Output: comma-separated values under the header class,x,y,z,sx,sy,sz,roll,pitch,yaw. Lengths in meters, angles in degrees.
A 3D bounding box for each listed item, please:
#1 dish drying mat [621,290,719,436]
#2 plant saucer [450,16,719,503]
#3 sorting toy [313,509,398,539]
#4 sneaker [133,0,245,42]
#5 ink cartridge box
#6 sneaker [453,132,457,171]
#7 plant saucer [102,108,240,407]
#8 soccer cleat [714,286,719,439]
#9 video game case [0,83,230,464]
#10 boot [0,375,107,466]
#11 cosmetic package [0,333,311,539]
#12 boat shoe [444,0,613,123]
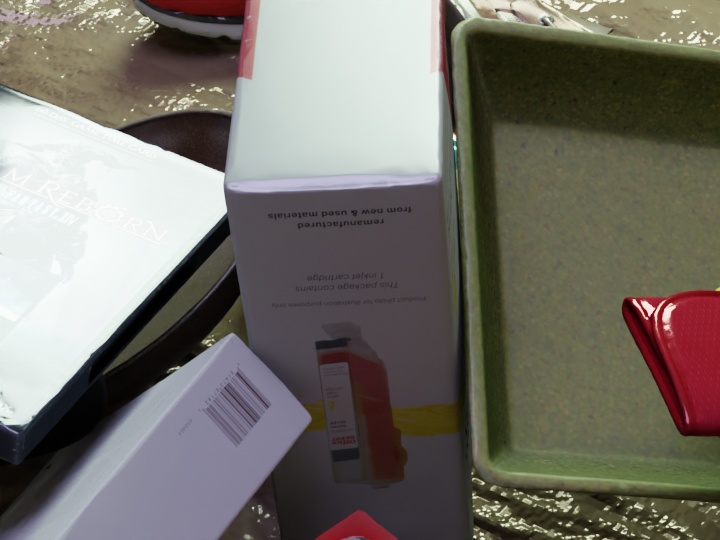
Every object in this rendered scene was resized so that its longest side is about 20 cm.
class,x,y,z,sx,sy,sz,roll,pitch,yaw
dish drying mat,0.199,0.033,0.906,0.198,0.018,0.077,2,37,-17
plant saucer,0.127,0.006,1.001,0.198,0.048,0.201,6,65,-17
sorting toy,-0.005,0.190,0.872,0.199,0.070,0.198,-31,45,-24
sneaker,-0.027,-0.179,1.298,0.198,0.085,0.077,-10,39,0
ink cartridge box,0.000,0.000,0.994,0.083,0.201,0.146,-3,40,3
sneaker,0.023,-0.031,1.109,0.093,0.071,0.199,-19,33,-38
plant saucer,-0.118,0.004,1.104,0.199,0.032,0.201,-23,34,17
soccer cleat,0.189,0.080,0.906,0.064,0.084,0.201,-13,62,-21
video game case,-0.148,-0.008,0.986,0.142,0.019,0.200,22,37,13
boot,-0.203,0.009,1.018,0.198,0.070,0.175,-3,40,-21
cosmetic package,-0.121,0.125,0.921,0.150,0.052,0.200,-30,16,51
boat shoe,0.091,-0.089,1.185,0.071,0.076,0.200,-21,50,-19
